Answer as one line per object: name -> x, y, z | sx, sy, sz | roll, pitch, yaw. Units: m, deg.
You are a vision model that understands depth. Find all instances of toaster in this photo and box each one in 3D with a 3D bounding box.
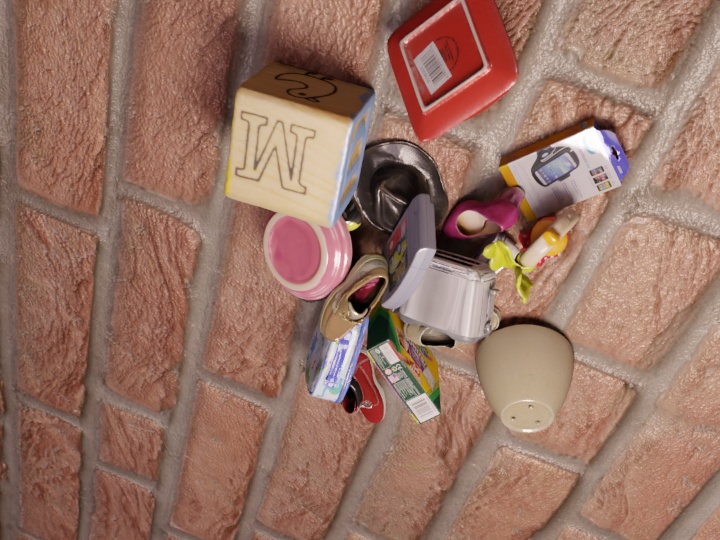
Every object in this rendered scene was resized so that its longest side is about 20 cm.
toaster -> 0.154, 0.040, 1.467 | 0.197, 0.113, 0.132 | 18, 104, 31

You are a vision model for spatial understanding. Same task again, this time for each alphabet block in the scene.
alphabet block -> -0.101, -0.217, 1.385 | 0.196, 0.196, 0.200 | 16, 117, 5

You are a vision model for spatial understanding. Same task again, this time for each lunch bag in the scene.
lunch bag -> -0.049, 0.153, 1.629 | 0.081, 0.161, 0.204 | 16, 98, -13

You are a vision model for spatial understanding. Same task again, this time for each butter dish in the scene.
butter dish -> 0.165, -0.319, 1.273 | 0.198, 0.147, 0.204 | -29, 70, 33

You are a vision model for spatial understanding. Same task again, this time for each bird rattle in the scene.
bird rattle -> 0.314, -0.041, 1.381 | 0.113, 0.198, 0.163 | 54, 140, 11

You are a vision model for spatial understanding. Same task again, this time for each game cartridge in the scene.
game cartridge -> 0.080, -0.023, 1.428 | 0.040, 0.135, 0.201 | 7, 146, -17

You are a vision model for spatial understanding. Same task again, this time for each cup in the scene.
cup -> 0.322, 0.226, 1.582 | 0.196, 0.145, 0.203 | 4, 133, 4

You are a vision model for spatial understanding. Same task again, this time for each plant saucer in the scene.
plant saucer -> -0.108, -0.042, 1.506 | 0.197, 0.051, 0.205 | 9, 107, 32

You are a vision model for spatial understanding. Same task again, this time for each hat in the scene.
hat -> 0.062, -0.127, 1.478 | 0.196, 0.081, 0.204 | 10, 127, 13

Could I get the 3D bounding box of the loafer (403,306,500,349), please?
loafer -> 0.184, 0.115, 1.580 | 0.196, 0.069, 0.077 | -10, 118, -8

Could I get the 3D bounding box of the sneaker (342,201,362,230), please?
sneaker -> -0.075, -0.080, 1.568 | 0.197, 0.078, 0.091 | -3, 125, 35

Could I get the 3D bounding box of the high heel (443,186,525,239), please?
high heel -> 0.203, -0.078, 1.435 | 0.198, 0.096, 0.068 | -19, 117, 48

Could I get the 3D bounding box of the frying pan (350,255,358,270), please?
frying pan -> 0.008, 0.013, 1.569 | 0.116, 0.031, 0.189 | 57, 161, -24

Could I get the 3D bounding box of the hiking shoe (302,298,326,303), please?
hiking shoe -> -0.081, 0.005, 1.605 | 0.198, 0.076, 0.102 | -2, 122, 54

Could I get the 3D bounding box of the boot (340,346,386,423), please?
boot -> 0.000, 0.287, 1.760 | 0.071, 0.145, 0.203 | -4, 125, 19

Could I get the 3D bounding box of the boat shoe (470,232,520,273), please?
boat shoe -> 0.222, 0.015, 1.531 | 0.065, 0.074, 0.201 | 36, 129, -4

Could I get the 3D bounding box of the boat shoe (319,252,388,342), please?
boat shoe -> -0.013, 0.060, 1.477 | 0.073, 0.067, 0.202 | 17, 121, -25

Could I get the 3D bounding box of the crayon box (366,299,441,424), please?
crayon box -> 0.088, 0.173, 1.624 | 0.058, 0.173, 0.201 | -27, 114, 18

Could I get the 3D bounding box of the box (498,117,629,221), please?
box -> 0.347, -0.172, 1.375 | 0.197, 0.042, 0.120 | -22, 115, 28
